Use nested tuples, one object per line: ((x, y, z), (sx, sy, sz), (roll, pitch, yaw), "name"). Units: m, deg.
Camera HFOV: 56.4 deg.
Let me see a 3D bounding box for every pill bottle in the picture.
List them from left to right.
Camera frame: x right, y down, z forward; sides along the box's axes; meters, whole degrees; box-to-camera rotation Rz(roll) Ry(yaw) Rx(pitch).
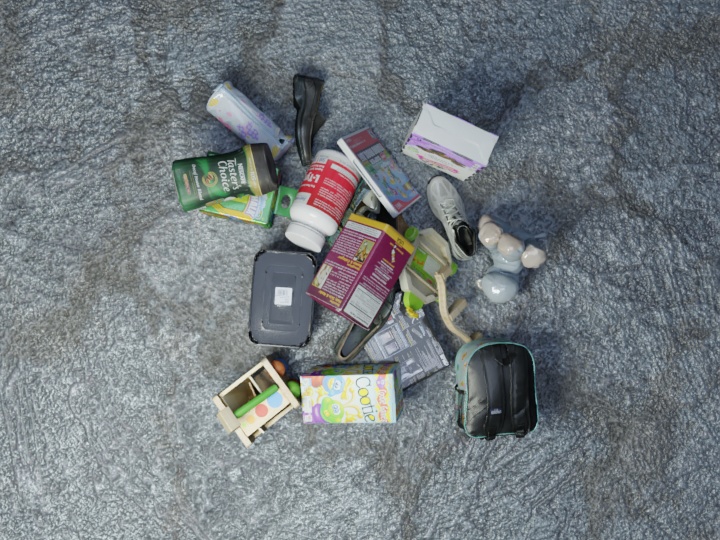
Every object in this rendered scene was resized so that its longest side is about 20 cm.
((-0.082, -0.147, 1.435), (0.111, 0.112, 0.202), (25, 75, -3), "pill bottle")

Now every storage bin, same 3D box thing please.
((-0.166, 0.060, 1.452), (0.133, 0.094, 0.203), (5, 89, -4), "storage bin")

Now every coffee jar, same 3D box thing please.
((-0.265, -0.186, 1.331), (0.198, 0.085, 0.106), (-14, 92, -5), "coffee jar")

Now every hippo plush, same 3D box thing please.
((0.304, -0.021, 1.471), (0.158, 0.200, 0.162), (26, 111, 3), "hippo plush")

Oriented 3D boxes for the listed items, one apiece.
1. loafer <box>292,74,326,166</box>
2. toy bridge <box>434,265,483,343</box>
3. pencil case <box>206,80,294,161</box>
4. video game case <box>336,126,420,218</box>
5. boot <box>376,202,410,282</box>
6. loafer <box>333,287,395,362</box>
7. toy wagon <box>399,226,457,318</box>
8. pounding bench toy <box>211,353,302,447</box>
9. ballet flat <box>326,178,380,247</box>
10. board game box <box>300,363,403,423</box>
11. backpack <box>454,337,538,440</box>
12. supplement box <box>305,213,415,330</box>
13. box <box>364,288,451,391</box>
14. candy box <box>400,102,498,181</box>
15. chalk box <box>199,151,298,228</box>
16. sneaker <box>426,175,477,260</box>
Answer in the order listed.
((-0.110, -0.331, 1.478), (0.071, 0.073, 0.203), (-2, 90, -8), "loafer")
((0.205, 0.086, 1.468), (0.067, 0.027, 0.201), (-40, 113, -33), "toy bridge")
((-0.239, -0.318, 1.457), (0.200, 0.091, 0.083), (41, 87, -1), "pencil case")
((0.043, -0.217, 1.459), (0.017, 0.143, 0.201), (-36, 92, 33), "video game case")
((0.090, -0.079, 1.498), (0.075, 0.073, 0.202), (-12, 87, -31), "boot")
((0.014, 0.112, 1.429), (0.071, 0.063, 0.201), (34, 87, 0), "loafer")
((0.132, 0.009, 1.453), (0.155, 0.039, 0.202), (38, 65, -33), "toy wagon")
((-0.205, 0.264, 1.388), (0.155, 0.200, 0.125), (-37, 88, -3), "pounding bench toy")
((0.006, -0.125, 1.476), (0.074, 0.074, 0.201), (32, 93, -3), "ballet flat")
((-0.016, 0.259, 1.422), (0.197, 0.105, 0.104), (-3, 94, 12), "board game box")
((0.287, 0.244, 1.449), (0.173, 0.153, 0.203), (-3, 98, -6), "backpack")
((0.000, 0.000, 1.387), (0.103, 0.130, 0.201), (36, 82, -40), "supplement box")
((0.087, 0.157, 1.488), (0.157, 0.050, 0.202), (-28, 90, -4), "box")
((0.183, -0.268, 1.430), (0.166, 0.200, 0.072), (23, 88, -3), "candy box")
((-0.234, -0.164, 1.437), (0.197, 0.124, 0.126), (11, 88, -3), "chalk box")
((0.211, -0.121, 1.471), (0.075, 0.115, 0.202), (-23, 90, -4), "sneaker")
